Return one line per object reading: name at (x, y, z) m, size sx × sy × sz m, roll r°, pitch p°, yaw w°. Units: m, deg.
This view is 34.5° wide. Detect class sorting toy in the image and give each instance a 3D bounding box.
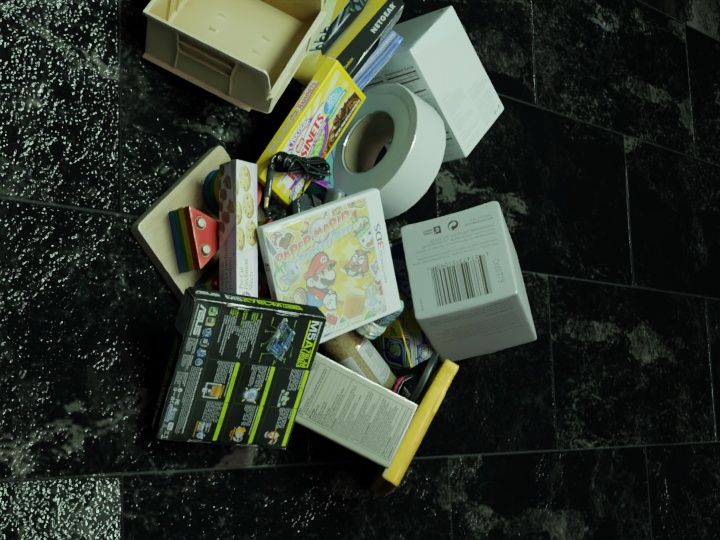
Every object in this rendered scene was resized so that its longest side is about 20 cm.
sorting toy at (-0.186, -0.043, 1.607) m, size 0.200 × 0.069 × 0.200 m, roll 58°, pitch 47°, yaw -23°

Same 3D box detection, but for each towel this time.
towel at (-0.046, -0.371, 1.775) m, size 0.199 × 0.024 × 0.145 m, roll 37°, pitch 58°, yaw 3°

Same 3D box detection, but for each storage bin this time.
storage bin at (-0.168, -0.344, 1.597) m, size 0.197 × 0.094 × 0.201 m, roll 27°, pitch 56°, yaw 0°

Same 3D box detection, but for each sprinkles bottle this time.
sprinkles bottle at (0.005, 0.150, 1.782) m, size 0.200 × 0.068 × 0.068 m, roll 54°, pitch 48°, yaw -26°

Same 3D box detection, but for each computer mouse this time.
computer mouse at (-0.087, -0.066, 1.608) m, size 0.140 × 0.046 × 0.202 m, roll 12°, pitch 88°, yaw -57°

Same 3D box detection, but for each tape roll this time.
tape roll at (0.034, -0.182, 1.776) m, size 0.071 × 0.201 × 0.204 m, roll 28°, pitch 63°, yaw -40°

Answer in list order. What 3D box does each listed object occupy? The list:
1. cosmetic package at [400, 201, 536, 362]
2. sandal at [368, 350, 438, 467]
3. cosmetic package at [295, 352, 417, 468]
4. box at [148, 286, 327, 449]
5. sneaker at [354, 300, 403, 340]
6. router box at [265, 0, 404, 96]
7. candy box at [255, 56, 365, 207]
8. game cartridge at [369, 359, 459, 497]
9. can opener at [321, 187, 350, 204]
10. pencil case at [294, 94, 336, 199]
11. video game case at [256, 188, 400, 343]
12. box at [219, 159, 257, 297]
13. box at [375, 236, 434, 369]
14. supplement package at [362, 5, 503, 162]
cosmetic package at (0.173, 0.023, 1.844) m, size 0.200 × 0.164 × 0.166 m, roll 58°, pitch 21°, yaw -61°
sandal at (0.055, 0.204, 1.745) m, size 0.201 × 0.045 × 0.075 m, roll -59°, pitch 171°, yaw 12°
cosmetic package at (-0.031, 0.191, 1.650) m, size 0.199 × 0.071 × 0.106 m, roll 29°, pitch 80°, yaw -7°
box at (-0.160, 0.132, 1.521) m, size 0.192 × 0.047 × 0.201 m, roll 8°, pitch 107°, yaw -31°
sneaker at (0.000, 0.000, 1.750) m, size 0.201 × 0.086 × 0.077 m, roll 60°, pitch 19°, yaw 15°
router box at (-0.055, -0.359, 1.719) m, size 0.157 × 0.052 × 0.201 m, roll 36°, pitch 77°, yaw 2°
candy box at (-0.072, -0.193, 1.647) m, size 0.201 × 0.026 × 0.102 m, roll -57°, pitch 144°, yaw -7°
game cartridge at (0.081, 0.241, 1.752) m, size 0.032 × 0.176 × 0.201 m, roll 31°, pitch 74°, yaw 4°
can opener at (-0.063, -0.023, 1.706) m, size 0.053 × 0.066 × 0.202 m, roll 23°, pitch 84°, yaw -51°
pencil case at (-0.063, -0.208, 1.762) m, size 0.092 × 0.085 × 0.202 m, roll 24°, pitch 66°, yaw -27°
video game case at (-0.040, 0.000, 1.616) m, size 0.199 × 0.023 × 0.184 m, roll -21°, pitch 108°, yaw -31°
box at (-0.163, -0.046, 1.552) m, size 0.041 × 0.039 × 0.202 m, roll 10°, pitch 76°, yaw -45°
box at (0.053, 0.052, 1.855) m, size 0.070 × 0.064 × 0.202 m, roll -22°, pitch 99°, yaw -47°
supplement package at (0.106, -0.296, 1.913) m, size 0.152 × 0.150 × 0.201 m, roll -51°, pitch 119°, yaw -39°
